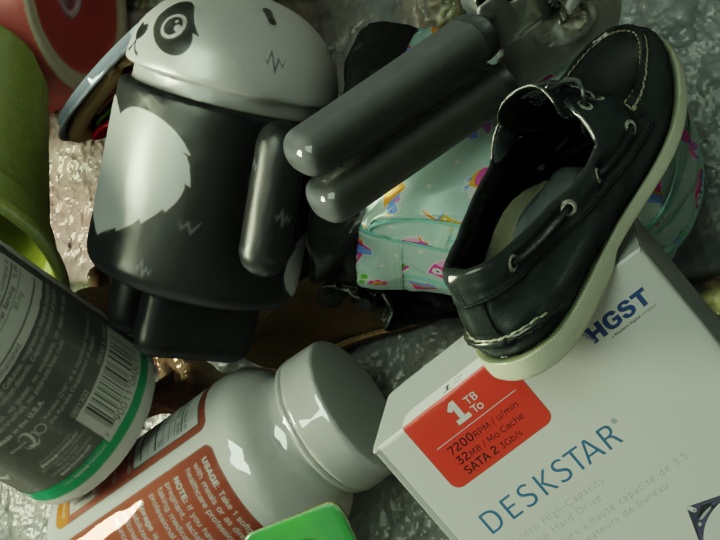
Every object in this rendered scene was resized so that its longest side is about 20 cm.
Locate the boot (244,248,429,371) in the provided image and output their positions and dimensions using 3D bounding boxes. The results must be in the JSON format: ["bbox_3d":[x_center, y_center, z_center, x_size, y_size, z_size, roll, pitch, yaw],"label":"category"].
[{"bbox_3d":[0.000,0.000,0.808,0.199,0.075,0.074,-32,57,18],"label":"boot"}]

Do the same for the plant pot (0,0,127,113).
[{"bbox_3d":[-0.281,-0.189,0.979,0.176,0.200,0.202,-4,74,21],"label":"plant pot"}]

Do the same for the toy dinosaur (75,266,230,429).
[{"bbox_3d":[-0.173,0.050,0.902,0.199,0.086,0.137,-1,83,38],"label":"toy dinosaur"}]

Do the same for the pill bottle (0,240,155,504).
[{"bbox_3d":[-0.219,0.038,0.742,0.113,0.200,0.114,-29,39,27],"label":"pill bottle"}]

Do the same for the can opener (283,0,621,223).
[{"bbox_3d":[0.044,-0.100,0.656,0.199,0.054,0.067,-35,31,-14],"label":"can opener"}]

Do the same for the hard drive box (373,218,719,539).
[{"bbox_3d":[0.129,0.100,0.633,0.156,0.077,0.200,-40,97,16],"label":"hard drive box"}]

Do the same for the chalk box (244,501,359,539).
[{"bbox_3d":[0.003,0.222,0.691,0.124,0.124,0.202,-26,76,24],"label":"chalk box"}]

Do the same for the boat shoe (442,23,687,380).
[{"bbox_3d":[0.085,-0.050,0.592,0.074,0.066,0.200,-5,47,49],"label":"boat shoe"}]

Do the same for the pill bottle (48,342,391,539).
[{"bbox_3d":[-0.078,0.130,0.788,0.199,0.112,0.113,-35,61,19],"label":"pill bottle"}]

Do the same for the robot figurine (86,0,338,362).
[{"bbox_3d":[-0.084,-0.053,0.741,0.149,0.125,0.202,17,102,17],"label":"robot figurine"}]

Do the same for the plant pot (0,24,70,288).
[{"bbox_3d":[-0.276,-0.061,0.856,0.199,0.200,0.185,-25,44,24],"label":"plant pot"}]

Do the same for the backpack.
[{"bbox_3d":[0.079,-0.047,0.715,0.198,0.127,0.168,12,75,9],"label":"backpack"}]

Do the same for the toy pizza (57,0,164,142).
[{"bbox_3d":[-0.113,-0.144,0.869,0.200,0.200,0.032,-40,93,17],"label":"toy pizza"}]
